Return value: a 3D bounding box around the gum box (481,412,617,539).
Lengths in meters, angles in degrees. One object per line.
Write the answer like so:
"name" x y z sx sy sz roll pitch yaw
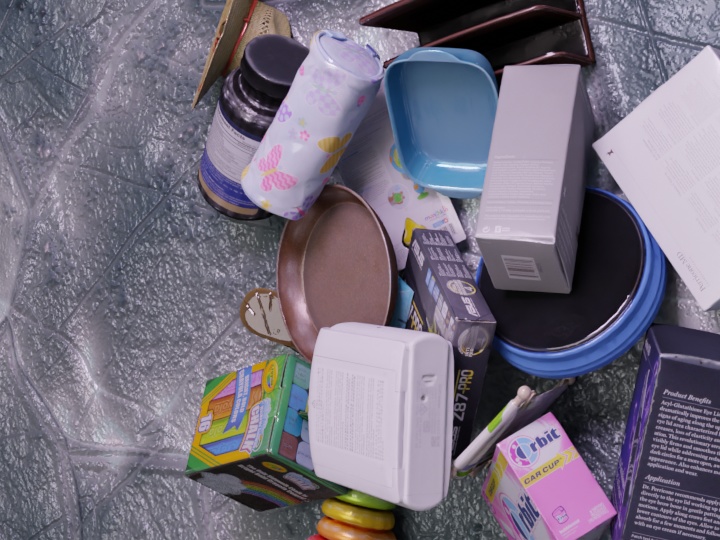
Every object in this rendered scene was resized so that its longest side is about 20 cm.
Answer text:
"gum box" 0.182 0.233 1.396 0.066 0.201 0.114 -28 69 -12

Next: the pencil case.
"pencil case" -0.054 -0.152 1.477 0.091 0.083 0.201 43 121 23

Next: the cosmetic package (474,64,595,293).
"cosmetic package" 0.172 -0.091 1.370 0.089 0.107 0.202 4 64 21

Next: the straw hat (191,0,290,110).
"straw hat" -0.127 -0.267 1.646 0.084 0.201 0.203 19 108 -10

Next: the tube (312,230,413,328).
"tube" 0.000 0.000 1.555 0.200 0.050 0.078 50 142 44

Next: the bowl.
"bowl" 0.203 0.007 1.394 0.198 0.039 0.203 -17 55 25

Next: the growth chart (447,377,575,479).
"growth chart" 0.150 0.159 1.407 0.018 0.199 0.145 47 109 15

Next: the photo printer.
"photo printer" 0.013 0.138 1.395 0.199 0.069 0.169 3 91 59

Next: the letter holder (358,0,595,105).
"letter holder" 0.115 -0.237 1.440 0.198 0.141 0.102 -15 83 35

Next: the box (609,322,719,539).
"box" 0.302 0.165 1.305 0.103 0.148 0.203 11 99 6

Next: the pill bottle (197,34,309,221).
"pill bottle" -0.113 -0.162 1.592 0.112 0.111 0.201 48 138 24

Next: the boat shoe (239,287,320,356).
"boat shoe" -0.042 0.073 1.619 0.198 0.065 0.074 28 97 13

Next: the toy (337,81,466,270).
"toy" 0.039 -0.108 1.560 0.114 0.047 0.202 -25 83 30

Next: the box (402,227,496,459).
"box" 0.081 0.073 1.454 0.201 0.048 0.163 -111 30 -59

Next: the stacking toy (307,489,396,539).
"stacking toy" 0.002 0.257 1.584 0.115 0.109 0.203 9 86 50

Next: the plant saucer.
"plant saucer" -0.021 0.008 1.525 0.199 0.034 0.204 3 94 51

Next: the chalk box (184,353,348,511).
"chalk box" -0.081 0.180 1.573 0.199 0.124 0.125 -20 49 42

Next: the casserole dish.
"casserole dish" 0.092 -0.157 1.439 0.119 0.039 0.201 5 138 19

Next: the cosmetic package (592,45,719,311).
"cosmetic package" 0.336 -0.087 1.339 0.150 0.051 0.201 -39 70 25
